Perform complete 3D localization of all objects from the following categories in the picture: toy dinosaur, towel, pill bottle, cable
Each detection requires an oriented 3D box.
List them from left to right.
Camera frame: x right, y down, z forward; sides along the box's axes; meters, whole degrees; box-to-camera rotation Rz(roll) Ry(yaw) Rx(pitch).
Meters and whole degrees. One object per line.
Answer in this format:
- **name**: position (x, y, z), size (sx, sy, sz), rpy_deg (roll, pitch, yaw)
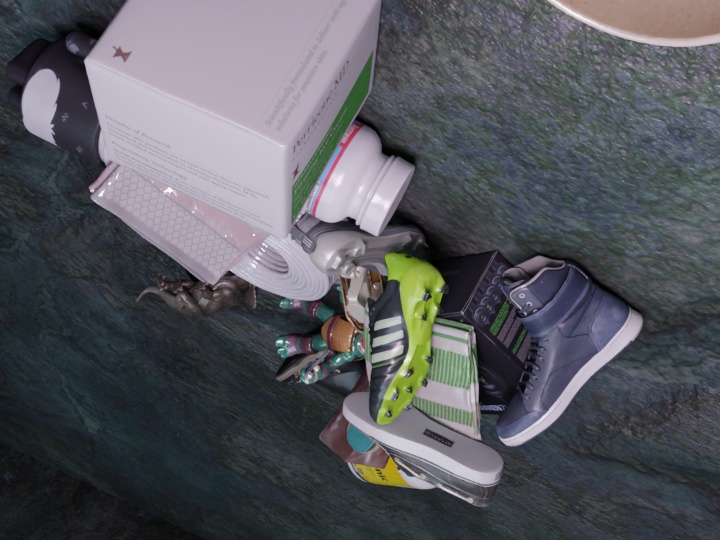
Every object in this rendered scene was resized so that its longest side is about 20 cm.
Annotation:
- **toy dinosaur**: position (-0.211, 0.034, 1.714), size (0.200, 0.077, 0.102), rpy_deg (-23, 136, 17)
- **towel**: position (-0.171, -0.094, 1.426), size (0.200, 0.191, 0.032), rpy_deg (39, -164, -33)
- **cable**: position (-0.112, -0.041, 1.581), size (0.200, 0.069, 0.200), rpy_deg (41, 154, -22)
- **pill bottle**: position (-0.050, -0.119, 1.315), size (0.200, 0.109, 0.109), rpy_deg (28, 156, 4)
- **pill bottle**: position (0.075, 0.270, 1.915), size (0.111, 0.111, 0.200), rpy_deg (43, 152, -26)
- **towel**: position (0.073, 0.134, 1.451), size (0.152, 0.023, 0.201), rpy_deg (13, 126, 32)

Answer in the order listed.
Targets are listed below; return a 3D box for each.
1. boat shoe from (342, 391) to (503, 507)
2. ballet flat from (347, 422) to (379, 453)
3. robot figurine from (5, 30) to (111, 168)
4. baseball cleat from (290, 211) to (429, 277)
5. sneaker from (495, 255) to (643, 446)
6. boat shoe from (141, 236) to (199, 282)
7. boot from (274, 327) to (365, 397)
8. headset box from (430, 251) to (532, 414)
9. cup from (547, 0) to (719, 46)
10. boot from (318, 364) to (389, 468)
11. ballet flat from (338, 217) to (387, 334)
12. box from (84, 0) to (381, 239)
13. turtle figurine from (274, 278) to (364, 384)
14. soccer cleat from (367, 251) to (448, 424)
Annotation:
- **boat shoe**: position (0.063, 0.204, 1.433), size (0.200, 0.071, 0.064), rpy_deg (26, 121, 21)
- **ballet flat**: position (0.048, 0.154, 1.548), size (0.069, 0.070, 0.200), rpy_deg (34, 135, -8)
- **robot figurine**: position (-0.303, -0.191, 1.453), size (0.200, 0.125, 0.150), rpy_deg (26, 179, 11)
- **baseball cleat**: position (-0.003, -0.042, 1.402), size (0.106, 0.070, 0.200), rpy_deg (43, -160, 23)
- **sneaker**: position (0.181, 0.079, 1.359), size (0.146, 0.202, 0.077), rpy_deg (38, -170, -16)
- **boat shoe**: position (-0.239, -0.049, 1.711), size (0.084, 0.069, 0.200), rpy_deg (7, 147, 41)
- **boot**: position (-0.033, 0.158, 1.877), size (0.150, 0.073, 0.200), rpy_deg (35, 150, -11)
- **headset box**: position (0.139, 0.073, 1.486), size (0.200, 0.093, 0.174), rpy_deg (43, 153, -24)
- **cup**: position (0.183, -0.254, 0.748), size (0.200, 0.143, 0.200), rpy_deg (25, 156, 12)
- **boot**: position (0.065, 0.186, 1.654), size (0.186, 0.200, 0.064), rpy_deg (22, 155, 19)
- **ballet flat**: position (0.000, 0.000, 1.496), size (0.070, 0.065, 0.200), rpy_deg (2, 135, 21)
- **box**: position (-0.109, -0.179, 1.158), size (0.200, 0.199, 0.171), rpy_deg (24, 155, 10)
- **turtle figurine**: position (-0.035, 0.082, 1.672), size (0.101, 0.150, 0.200), rpy_deg (26, 171, -36)
- **soccer cleat**: position (0.039, 0.073, 1.381), size (0.081, 0.067, 0.201), rpy_deg (34, 122, 35)
